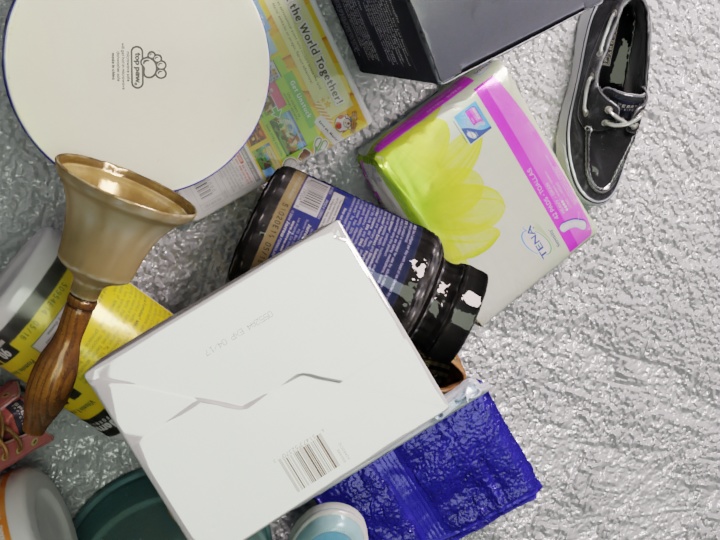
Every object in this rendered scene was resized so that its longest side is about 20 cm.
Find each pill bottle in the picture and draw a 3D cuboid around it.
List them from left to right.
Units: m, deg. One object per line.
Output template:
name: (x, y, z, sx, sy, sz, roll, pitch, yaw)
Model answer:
pill bottle: (-0.338, 0.243, 0.821, 0.200, 0.112, 0.112, -21, 108, -1)
pill bottle: (-0.206, 0.066, 0.834, 0.200, 0.114, 0.114, 39, 88, -21)
pill bottle: (0.000, 0.000, 0.863, 0.200, 0.112, 0.112, 25, 93, -3)

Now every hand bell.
hand bell: (-0.203, 0.028, 0.737, 0.104, 0.104, 0.200, 20, 102, -21)

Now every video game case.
video game case: (-0.110, -0.171, 0.865, 0.182, 0.023, 0.200, -30, 109, -10)

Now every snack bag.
snack bag: (0.021, 0.140, 0.847, 0.188, 0.200, 0.021, -32, 81, 5)

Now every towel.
towel: (0.063, 0.208, 0.976, 0.200, 0.050, 0.148, -32, 111, 0)

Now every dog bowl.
dog bowl: (-0.173, -0.159, 0.792, 0.200, 0.079, 0.201, -4, 103, -17)

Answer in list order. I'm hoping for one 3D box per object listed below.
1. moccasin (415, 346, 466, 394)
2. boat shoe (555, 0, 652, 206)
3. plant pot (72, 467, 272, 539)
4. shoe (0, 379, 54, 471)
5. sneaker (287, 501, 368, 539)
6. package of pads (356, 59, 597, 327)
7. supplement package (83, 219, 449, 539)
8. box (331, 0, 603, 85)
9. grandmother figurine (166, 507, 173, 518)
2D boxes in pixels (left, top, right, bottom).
moccasin: (0.000, 0.079, 0.925, 0.201, 0.078, 0.074, 18, 96, -21)
boat shoe: (0.235, -0.157, 0.958, 0.072, 0.068, 0.200, 4, 101, -19)
plant pot: (-0.148, 0.290, 0.860, 0.200, 0.196, 0.201, -4, 102, -18)
shoe: (-0.292, 0.127, 0.778, 0.091, 0.200, 0.072, -32, 93, -13)
sneaker: (-0.035, 0.315, 0.910, 0.079, 0.131, 0.200, 8, 119, -10)
package of pads: (0.105, -0.067, 0.934, 0.154, 0.068, 0.200, -38, 110, -8)
supplement package: (-0.067, 0.082, 0.743, 0.200, 0.111, 0.156, -31, 95, -7)
box: (0.071, -0.229, 0.816, 0.148, 0.200, 0.104, -28, 109, -11)
grandmother figurine: (-0.078, 0.160, 0.893, 0.200, 0.121, 0.061, -18, 91, -46)
